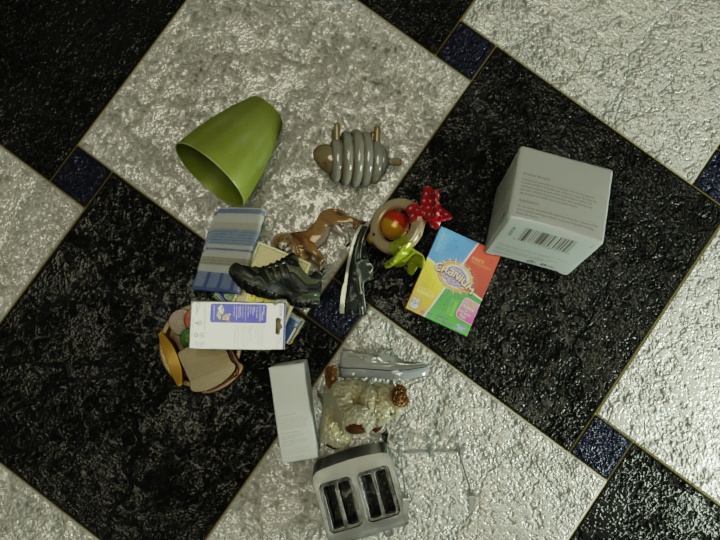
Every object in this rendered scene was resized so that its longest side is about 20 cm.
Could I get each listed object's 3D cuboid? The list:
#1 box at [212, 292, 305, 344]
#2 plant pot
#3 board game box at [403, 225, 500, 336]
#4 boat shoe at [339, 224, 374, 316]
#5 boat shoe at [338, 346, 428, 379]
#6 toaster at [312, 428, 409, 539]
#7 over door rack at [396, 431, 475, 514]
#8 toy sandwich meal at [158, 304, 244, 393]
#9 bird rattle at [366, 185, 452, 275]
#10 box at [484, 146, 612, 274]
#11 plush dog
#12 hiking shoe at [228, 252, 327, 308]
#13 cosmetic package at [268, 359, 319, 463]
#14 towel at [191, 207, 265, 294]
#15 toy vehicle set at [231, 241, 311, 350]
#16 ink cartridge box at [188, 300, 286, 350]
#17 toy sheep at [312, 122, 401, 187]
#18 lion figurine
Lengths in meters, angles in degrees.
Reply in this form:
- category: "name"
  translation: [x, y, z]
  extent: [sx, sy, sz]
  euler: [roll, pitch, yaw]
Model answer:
- category: "box"
  translation: [-0.221, 0.084, 1.416]
  extent: [0.199, 0.070, 0.065]
  euler: [31, 85, 2]
- category: "plant pot"
  translation: [-0.264, -0.276, 1.404]
  extent: [0.186, 0.187, 0.201]
  euler: [37, 71, 2]
- category: "board game box"
  translation: [0.205, 0.024, 1.438]
  extent: [0.152, 0.040, 0.202]
  euler: [23, 86, 2]
- category: "boat shoe"
  translation: [0.000, 0.000, 1.422]
  extent: [0.067, 0.072, 0.202]
  euler: [9, 93, 7]
- category: "boat shoe"
  translation: [0.050, 0.200, 1.406]
  extent: [0.197, 0.074, 0.068]
  euler: [-1, 86, 0]
- category: "toaster"
  translation: [-0.001, 0.465, 1.364]
  extent: [0.179, 0.119, 0.202]
  euler: [-15, 86, -2]
- category: "over door rack"
  translation: [0.152, 0.404, 1.333]
  extent: [0.146, 0.201, 0.067]
  euler: [-2, 116, 0]
- category: "toy sandwich meal"
  translation: [-0.351, 0.171, 1.408]
  extent: [0.202, 0.070, 0.208]
  euler: [0, 86, 0]
- category: "bird rattle"
  translation: [0.094, -0.099, 1.409]
  extent: [0.162, 0.112, 0.202]
  euler: [24, 94, 33]
- category: "box"
  translation: [0.388, -0.121, 1.354]
  extent: [0.197, 0.200, 0.173]
  euler: [15, 71, 1]
- category: "plush dog"
  translation: [0.011, 0.281, 1.358]
  extent: [0.170, 0.200, 0.162]
  euler: [5, 60, -23]
- category: "hiking shoe"
  translation: [-0.171, 0.009, 1.331]
  extent: [0.198, 0.076, 0.102]
  euler: [19, 70, -14]
- category: "cosmetic package"
  translation: [-0.140, 0.296, 1.381]
  extent: [0.080, 0.113, 0.202]
  euler: [-10, 84, -2]
- category: "towel"
  translation: [-0.285, -0.046, 1.398]
  extent: [0.146, 0.024, 0.202]
  euler: [3, 70, 32]
- category: "toy vehicle set"
  translation: [-0.199, 0.053, 1.371]
  extent: [0.123, 0.027, 0.202]
  euler: [23, 83, 1]
- category: "ink cartridge box"
  translation: [-0.251, 0.114, 1.329]
  extent: [0.197, 0.039, 0.101]
  euler: [2, 83, 0]
- category: "toy sheep"
  translation: [-0.006, -0.248, 1.416]
  extent: [0.197, 0.138, 0.140]
  euler: [1, 86, -6]
- category: "lion figurine"
  translation: [-0.095, -0.081, 1.438]
  extent: [0.200, 0.073, 0.122]
  euler: [-42, 74, -17]
